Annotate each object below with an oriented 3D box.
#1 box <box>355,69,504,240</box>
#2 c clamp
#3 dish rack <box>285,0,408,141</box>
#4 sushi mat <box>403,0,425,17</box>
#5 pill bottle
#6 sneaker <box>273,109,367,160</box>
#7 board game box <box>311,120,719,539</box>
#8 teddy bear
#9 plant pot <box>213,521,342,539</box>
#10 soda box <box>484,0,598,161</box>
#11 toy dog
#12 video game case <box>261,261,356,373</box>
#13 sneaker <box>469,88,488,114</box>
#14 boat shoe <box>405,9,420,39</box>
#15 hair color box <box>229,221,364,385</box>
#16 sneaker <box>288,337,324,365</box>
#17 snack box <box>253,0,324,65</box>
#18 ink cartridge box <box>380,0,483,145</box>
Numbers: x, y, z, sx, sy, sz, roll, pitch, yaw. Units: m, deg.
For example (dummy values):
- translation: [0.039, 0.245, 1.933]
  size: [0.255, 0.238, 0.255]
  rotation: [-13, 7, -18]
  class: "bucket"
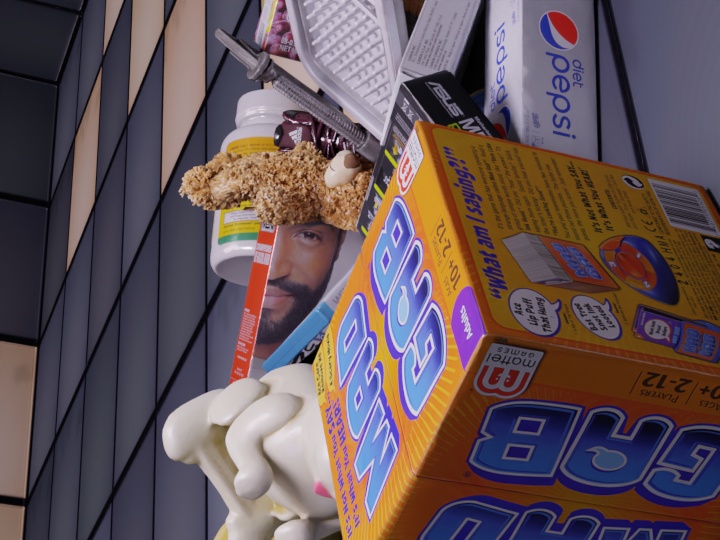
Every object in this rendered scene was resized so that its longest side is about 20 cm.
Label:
- translation: [0.078, -0.018, 1.150]
  size: [0.200, 0.044, 0.161]
  rotation: [55, 148, 29]
  class: "box"
- translation: [-0.042, -0.150, 1.419]
  size: [0.027, 0.200, 0.171]
  rotation: [-53, 20, 9]
  class: "c clamp"
- translation: [-0.007, -0.212, 1.340]
  size: [0.172, 0.043, 0.201]
  rotation: [43, 156, 38]
  class: "dish rack"
- translation: [0.030, -0.285, 1.293]
  size: [0.012, 0.095, 0.200]
  rotation: [-55, -11, -28]
  class: "sushi mat"
- translation: [-0.102, -0.092, 1.767]
  size: [0.113, 0.112, 0.201]
  rotation: [139, 138, -61]
  class: "pill bottle"
- translation: [-0.023, -0.115, 1.546]
  size: [0.200, 0.115, 0.076]
  rotation: [-162, 84, -71]
  class: "sneaker"
- translation: [0.105, 0.065, 0.947]
  size: [0.200, 0.199, 0.200]
  rotation: [-103, 30, -51]
  class: "board game box"
- translation: [-0.066, -0.083, 1.460]
  size: [0.199, 0.145, 0.067]
  rotation: [14, 109, 38]
  class: "teddy bear"
- translation: [-0.079, 0.308, 1.385]
  size: [0.189, 0.200, 0.201]
  rotation: [-83, 13, -59]
  class: "plant pot"
- translation: [0.133, -0.132, 1.188]
  size: [0.068, 0.063, 0.201]
  rotation: [134, 142, -59]
  class: "soda box"
- translation: [-0.024, 0.141, 1.265]
  size: [0.200, 0.194, 0.140]
  rotation: [-8, 110, 55]
  class: "toy dog"
- translation: [0.000, 0.000, 1.396]
  size: [0.200, 0.018, 0.143]
  rotation: [-49, 2, -32]
  class: "video game case"
- translation: [0.096, -0.039, 1.252]
  size: [0.088, 0.075, 0.201]
  rotation: [-126, 41, -55]
  class: "sneaker"
- translation: [0.047, -0.183, 1.412]
  size: [0.074, 0.060, 0.201]
  rotation: [11, 102, 45]
  class: "boat shoe"
- translation: [-0.053, 0.040, 1.558]
  size: [0.064, 0.110, 0.201]
  rotation: [-171, 91, -70]
  class: "hair color box"
- translation: [-0.047, 0.126, 1.415]
  size: [0.060, 0.200, 0.105]
  rotation: [3, 126, 54]
  class: "sneaker"
- translation: [0.009, -0.280, 1.464]
  size: [0.068, 0.168, 0.201]
  rotation: [-127, 50, -68]
  class: "snack box"
- translation: [0.063, -0.168, 1.297]
  size: [0.174, 0.043, 0.201]
  rotation: [106, -176, -55]
  class: "ink cartridge box"
